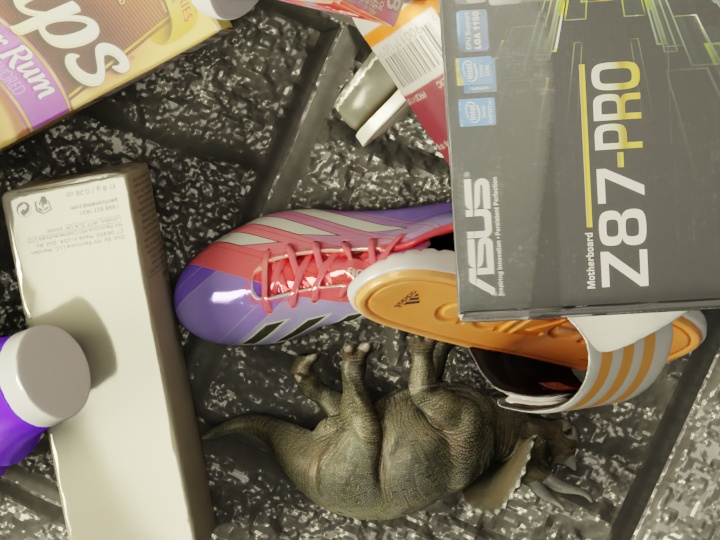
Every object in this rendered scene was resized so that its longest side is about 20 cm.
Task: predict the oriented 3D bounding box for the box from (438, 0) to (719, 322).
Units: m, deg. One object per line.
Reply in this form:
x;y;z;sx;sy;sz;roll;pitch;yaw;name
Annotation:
0.115;-0.083;0.964;0.160;0.049;0.202;-2;99;4;box

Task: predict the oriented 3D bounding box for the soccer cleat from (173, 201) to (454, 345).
0.000;0.000;1.149;0.198;0.076;0.067;-7;95;3;soccer cleat

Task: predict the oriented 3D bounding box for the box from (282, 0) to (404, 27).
-0.012;-0.221;0.985;0.102;0.094;0.202;18;88;43;box

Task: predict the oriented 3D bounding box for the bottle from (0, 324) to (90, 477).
-0.215;0.077;1.132;0.199;0.065;0.084;-24;82;39;bottle

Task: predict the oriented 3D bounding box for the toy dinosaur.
0.015;0.087;1.160;0.198;0.077;0.103;-9;87;1;toy dinosaur

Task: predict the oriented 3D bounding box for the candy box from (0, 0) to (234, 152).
-0.178;-0.129;1.156;0.199;0.056;0.117;-28;94;5;candy box

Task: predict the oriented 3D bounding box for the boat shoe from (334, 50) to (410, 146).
0.046;-0.155;1.132;0.060;0.072;0.202;37;91;-2;boat shoe

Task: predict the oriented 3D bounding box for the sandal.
0.082;0.041;1.110;0.205;0.079;0.060;10;59;-32;sandal

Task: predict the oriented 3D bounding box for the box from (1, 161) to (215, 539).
-0.127;0.049;1.162;0.068;0.082;0.202;-9;95;4;box

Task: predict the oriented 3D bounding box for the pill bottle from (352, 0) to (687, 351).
0.094;-0.071;1.047;0.114;0.114;0.201;-34;96;7;pill bottle

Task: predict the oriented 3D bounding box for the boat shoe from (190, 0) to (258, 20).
-0.076;-0.219;1.048;0.066;0.070;0.202;15;117;34;boat shoe
